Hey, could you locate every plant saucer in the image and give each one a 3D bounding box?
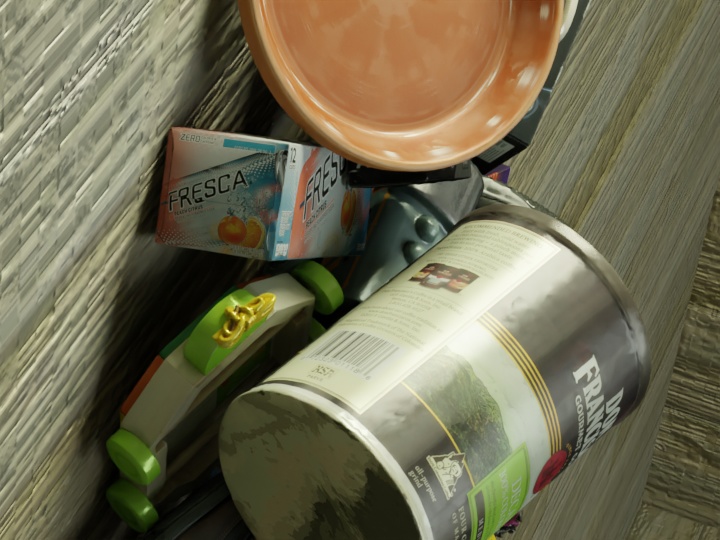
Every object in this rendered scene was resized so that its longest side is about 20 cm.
[{"bbox_3d":[0.020,-0.152,1.385,0.032,0.200,0.200,-3,-118,58],"label":"plant saucer"}]

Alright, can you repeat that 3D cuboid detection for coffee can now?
[{"bbox_3d":[0.042,0.075,1.410,0.200,0.146,0.146,-38,148,-35],"label":"coffee can"}]

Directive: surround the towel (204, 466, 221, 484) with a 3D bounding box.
[{"bbox_3d":[-0.053,0.234,1.621,0.147,0.022,0.200,33,49,-56],"label":"towel"}]

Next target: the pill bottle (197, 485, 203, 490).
[{"bbox_3d":[-0.073,0.191,1.508,0.200,0.111,0.111,-55,160,-35],"label":"pill bottle"}]

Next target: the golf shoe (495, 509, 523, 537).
[{"bbox_3d":[0.043,0.160,1.904,0.073,0.200,0.092,9,77,-38],"label":"golf shoe"}]

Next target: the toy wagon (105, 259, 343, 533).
[{"bbox_3d":[-0.075,0.056,1.393,0.155,0.040,0.200,-43,164,-22],"label":"toy wagon"}]

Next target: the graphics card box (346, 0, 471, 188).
[{"bbox_3d":[0.022,-0.147,1.473,0.125,0.051,0.200,-9,96,-76],"label":"graphics card box"}]

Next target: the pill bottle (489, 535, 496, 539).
[{"bbox_3d":[0.018,0.154,1.650,0.200,0.112,0.112,66,33,-25],"label":"pill bottle"}]

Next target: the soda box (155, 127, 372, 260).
[{"bbox_3d":[-0.048,-0.042,1.418,0.200,0.068,0.064,-8,106,-76],"label":"soda box"}]

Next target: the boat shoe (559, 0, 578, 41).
[{"bbox_3d":[0.082,-0.224,1.495,0.060,0.072,0.200,36,46,-66],"label":"boat shoe"}]

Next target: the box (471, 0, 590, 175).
[{"bbox_3d":[0.083,-0.132,1.715,0.160,0.044,0.200,-67,-166,-19],"label":"box"}]

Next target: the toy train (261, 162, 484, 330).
[{"bbox_3d":[0.000,0.000,1.564,0.114,0.085,0.200,-24,-150,44],"label":"toy train"}]

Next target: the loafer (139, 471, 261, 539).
[{"bbox_3d":[-0.101,0.172,1.412,0.200,0.063,0.072,-39,-177,-40],"label":"loafer"}]

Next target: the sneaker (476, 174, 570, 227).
[{"bbox_3d":[0.055,-0.017,1.663,0.074,0.200,0.080,34,73,-33],"label":"sneaker"}]

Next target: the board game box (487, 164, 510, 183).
[{"bbox_3d":[0.045,0.016,1.928,0.165,0.057,0.200,-25,132,-71],"label":"board game box"}]
